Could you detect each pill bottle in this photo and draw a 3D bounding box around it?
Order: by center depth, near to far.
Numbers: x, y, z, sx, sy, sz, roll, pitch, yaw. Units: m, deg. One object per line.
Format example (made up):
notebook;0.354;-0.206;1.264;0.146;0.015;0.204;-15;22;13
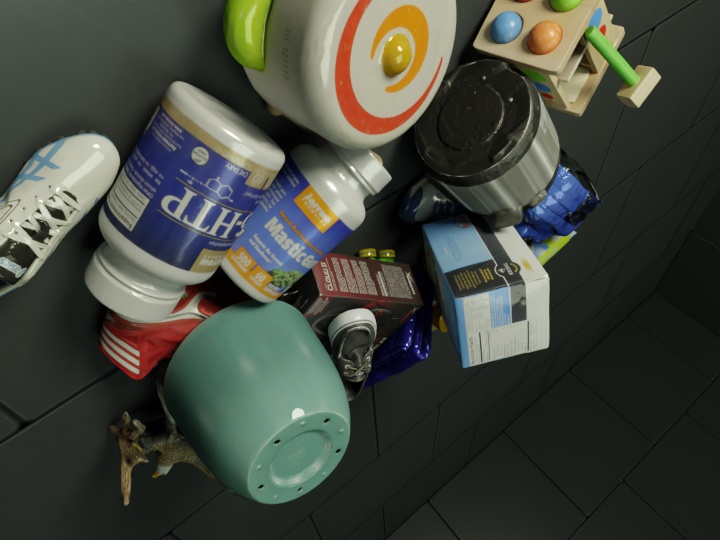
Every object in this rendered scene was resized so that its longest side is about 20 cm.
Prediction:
pill bottle;-0.170;-0.057;0.515;0.201;0.120;0.119;-54;148;13
pill bottle;-0.065;-0.067;0.614;0.199;0.113;0.112;-41;150;8

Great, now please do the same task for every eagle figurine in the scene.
eagle figurine;-0.238;0.241;0.760;0.198;0.154;0.150;16;152;-39

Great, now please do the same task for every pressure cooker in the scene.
pressure cooker;0.186;-0.167;0.767;0.177;0.178;0.199;-56;147;7

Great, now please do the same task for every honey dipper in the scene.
honey dipper;-0.041;-0.156;0.648;0.038;0.038;0.199;-53;145;12

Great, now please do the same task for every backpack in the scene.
backpack;0.320;-0.140;0.984;0.168;0.163;0.199;-51;150;15

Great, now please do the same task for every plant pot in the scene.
plant pot;-0.104;0.162;0.632;0.199;0.161;0.203;-21;130;-27

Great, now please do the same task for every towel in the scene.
towel;0.045;0.098;0.894;0.049;0.150;0.200;17;150;-22

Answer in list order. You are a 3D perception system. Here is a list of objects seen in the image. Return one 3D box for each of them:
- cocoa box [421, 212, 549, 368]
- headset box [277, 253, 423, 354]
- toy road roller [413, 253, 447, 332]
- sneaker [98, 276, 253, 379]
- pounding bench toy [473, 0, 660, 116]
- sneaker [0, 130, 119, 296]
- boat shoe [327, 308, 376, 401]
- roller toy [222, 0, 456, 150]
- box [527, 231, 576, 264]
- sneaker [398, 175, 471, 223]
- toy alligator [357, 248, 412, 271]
cocoa box;0.178;0.018;0.811;0.129;0.201;0.135;-14;124;0
headset box;-0.035;0.052;0.782;0.198;0.076;0.149;8;139;-36
toy road roller;0.156;-0.005;0.986;0.199;0.123;0.147;-37;134;-17
sneaker;-0.218;0.071;0.667;0.198;0.079;0.116;14;124;-42
pounding bench toy;0.273;-0.290;0.699;0.155;0.199;0.125;15;105;-56
sneaker;-0.277;-0.034;0.458;0.200;0.072;0.072;-45;148;-6
boat shoe;-0.012;0.128;0.772;0.069;0.067;0.201;-8;147;-18
roller toy;-0.005;-0.215;0.502;0.200;0.139;0.183;-48;146;-8
box;0.336;-0.059;1.133;0.199;0.122;0.048;-40;147;-11
sneaker;0.153;-0.117;0.877;0.198;0.088;0.076;-28;147;-26
toy alligator;0.000;0.000;0.863;0.198;0.060;0.054;0;170;-41
